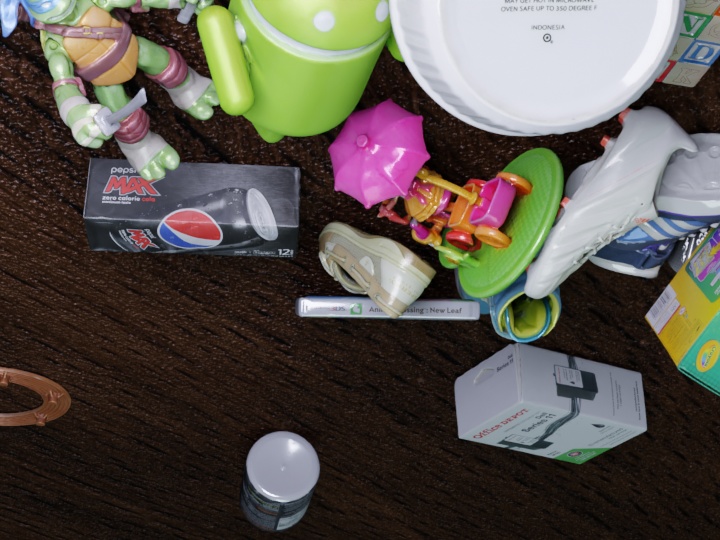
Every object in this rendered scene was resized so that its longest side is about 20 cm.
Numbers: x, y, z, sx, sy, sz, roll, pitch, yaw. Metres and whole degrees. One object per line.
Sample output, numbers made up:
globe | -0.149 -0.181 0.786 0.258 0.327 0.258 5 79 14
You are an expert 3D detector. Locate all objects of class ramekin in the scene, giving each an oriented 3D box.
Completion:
ramekin | 0.121 -0.181 0.872 0.201 0.094 0.204 -1 108 -4

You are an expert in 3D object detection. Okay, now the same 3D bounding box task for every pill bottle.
pill bottle | -0.122 0.317 1.929 0.106 0.107 0.200 4 152 -8

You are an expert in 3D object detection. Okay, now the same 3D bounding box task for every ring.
ring | -0.482 0.172 1.740 0.199 0.019 0.201 0 153 0

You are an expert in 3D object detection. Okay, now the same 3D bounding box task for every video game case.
video game case | 0.023 0.040 1.405 0.181 0.022 0.200 1 179 -4

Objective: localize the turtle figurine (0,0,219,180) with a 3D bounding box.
turtle figurine | -0.158 -0.147 1.003 0.199 0.145 0.194 -5 156 16

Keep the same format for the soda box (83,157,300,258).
soda box | -0.156 -0.058 1.248 0.199 0.071 0.063 2 152 -4

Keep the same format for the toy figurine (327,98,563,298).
toy figurine | 0.052 -0.080 1.192 0.183 0.151 0.200 27 169 -20

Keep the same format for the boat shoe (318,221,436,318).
boat shoe | 0.002 0.001 1.287 0.073 0.063 0.200 36 172 -28

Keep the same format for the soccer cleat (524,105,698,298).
soccer cleat | 0.216 -0.050 1.163 0.077 0.201 0.069 35 -169 8

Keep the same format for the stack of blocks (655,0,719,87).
stack of blocks | 0.181 -0.206 0.983 0.199 0.059 0.115 6 152 -13

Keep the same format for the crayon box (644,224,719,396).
crayon box | 0.354 0.001 1.213 0.058 0.119 0.200 31 106 -13

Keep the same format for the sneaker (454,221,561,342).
sneaker | 0.147 0.029 1.356 0.079 0.131 0.200 3 153 -9

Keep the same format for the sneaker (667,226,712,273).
sneaker | 0.402 -0.045 1.304 0.199 0.071 0.080 -17 173 21

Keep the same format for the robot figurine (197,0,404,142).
robot figurine | -0.040 -0.178 0.970 0.175 0.116 0.200 -19 159 -26

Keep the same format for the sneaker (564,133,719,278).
sneaker | 0.297 -0.053 1.250 0.199 0.081 0.147 -7 149 17

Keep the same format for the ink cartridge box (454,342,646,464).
ink cartridge box | 0.239 0.171 1.680 0.199 0.083 0.147 15 148 -25
